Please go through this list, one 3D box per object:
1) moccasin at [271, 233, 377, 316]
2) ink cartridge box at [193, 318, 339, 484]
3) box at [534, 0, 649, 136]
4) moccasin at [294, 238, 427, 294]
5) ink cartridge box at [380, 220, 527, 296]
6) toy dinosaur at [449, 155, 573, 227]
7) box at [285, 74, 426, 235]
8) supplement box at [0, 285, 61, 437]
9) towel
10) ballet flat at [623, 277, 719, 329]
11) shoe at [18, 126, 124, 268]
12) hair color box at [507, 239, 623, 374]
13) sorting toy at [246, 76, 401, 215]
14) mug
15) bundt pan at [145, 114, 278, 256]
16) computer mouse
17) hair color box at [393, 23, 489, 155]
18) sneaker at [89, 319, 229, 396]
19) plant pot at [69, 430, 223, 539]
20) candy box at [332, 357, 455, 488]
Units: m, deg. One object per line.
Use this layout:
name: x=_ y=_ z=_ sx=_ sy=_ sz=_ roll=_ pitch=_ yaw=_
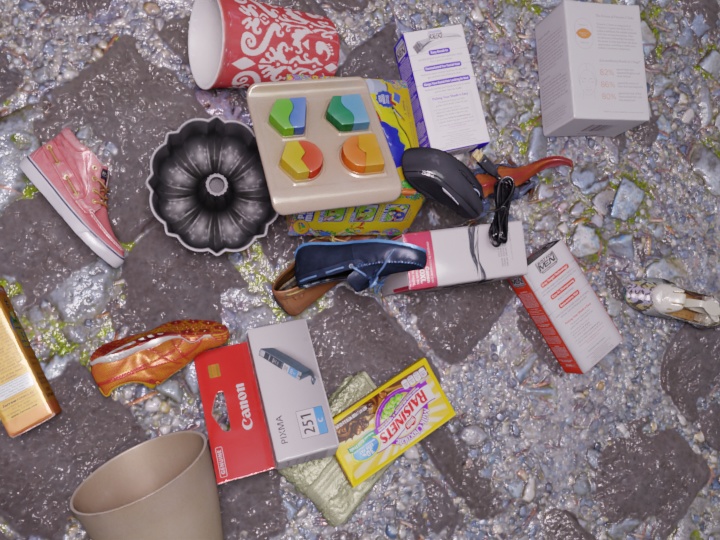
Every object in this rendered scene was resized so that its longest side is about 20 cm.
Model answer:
moccasin: x=-0.054 y=-0.021 z=1.077 sx=0.200 sy=0.078 sz=0.074 roll=-36 pitch=55 yaw=-11
ink cartridge box: x=-0.139 y=0.183 z=1.014 sx=0.172 sy=0.045 sz=0.203 roll=-10 pitch=63 yaw=-17
box: x=0.399 y=-0.345 z=1.224 sx=0.149 sy=0.106 sz=0.205 roll=-1 pitch=84 yaw=-15
moccasin: x=0.000 y=0.000 z=0.992 sx=0.196 sy=0.080 sz=0.070 roll=-3 pitch=71 yaw=26
ink cartridge box: x=0.140 y=-0.017 z=1.097 sx=0.195 sy=0.145 sz=0.086 roll=-7 pitch=86 yaw=-15
toy dinosaur: x=0.206 y=-0.152 z=1.135 sx=0.179 sy=0.199 sz=0.107 roll=-9 pitch=67 yaw=-47
box: x=-0.019 y=-0.169 z=1.055 sx=0.188 sy=0.122 sz=0.204 roll=-2 pitch=64 yaw=-15
supplement box: x=-0.481 y=0.119 z=0.955 sx=0.068 sy=0.066 sz=0.203 roll=-27 pitch=92 yaw=-16
towel: x=-0.019 y=0.270 z=1.078 sx=0.148 sy=0.036 sz=0.200 roll=45 pitch=75 yaw=-5
ballet flat: x=0.565 y=0.055 z=1.245 sx=0.196 sy=0.072 sz=0.074 roll=15 pitch=80 yaw=-13
shoe: x=-0.384 y=-0.105 z=1.003 sx=0.091 sy=0.071 sz=0.201 roll=-42 pitch=91 yaw=-10
hair color box: x=0.343 y=0.062 z=1.187 sx=0.101 sy=0.061 sz=0.202 roll=-33 pitch=94 yaw=-16
sorting toy: x=-0.050 y=-0.179 z=0.961 sx=0.181 sy=0.037 sz=0.204 roll=-8 pitch=66 yaw=-18
mug: x=-0.145 y=-0.352 z=1.053 sx=0.197 sy=0.133 sz=0.181 roll=-5 pitch=66 yaw=-34
bundt pan: x=-0.216 y=-0.119 z=1.048 sx=0.197 sy=0.076 sz=0.207 roll=2 pitch=83 yaw=-15
computer mouse: x=0.153 y=-0.139 z=1.014 sx=0.198 sy=0.046 sz=0.142 roll=33 pitch=51 yaw=-17
hair color box: x=0.134 y=-0.293 z=1.170 sx=0.107 sy=0.065 sz=0.205 roll=-12 pitch=89 yaw=-15
sneaker: x=-0.284 y=0.122 z=1.017 sx=0.196 sy=0.073 sz=0.079 roll=-16 pitch=110 yaw=-12
plant pot: x=-0.260 y=0.354 z=0.944 sx=0.184 sy=0.187 sz=0.204 roll=-21 pitch=103 yaw=-16
candy box: x=0.043 y=0.228 z=1.071 sx=0.198 sy=0.026 sz=0.104 roll=-31 pitch=92 yaw=-20
